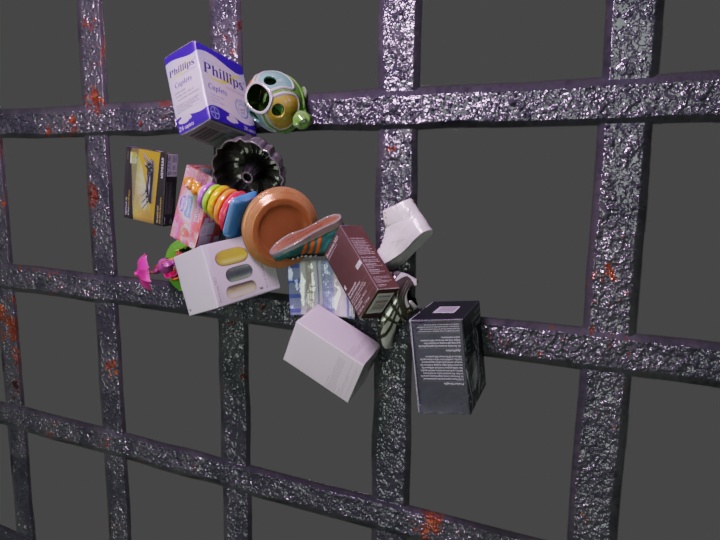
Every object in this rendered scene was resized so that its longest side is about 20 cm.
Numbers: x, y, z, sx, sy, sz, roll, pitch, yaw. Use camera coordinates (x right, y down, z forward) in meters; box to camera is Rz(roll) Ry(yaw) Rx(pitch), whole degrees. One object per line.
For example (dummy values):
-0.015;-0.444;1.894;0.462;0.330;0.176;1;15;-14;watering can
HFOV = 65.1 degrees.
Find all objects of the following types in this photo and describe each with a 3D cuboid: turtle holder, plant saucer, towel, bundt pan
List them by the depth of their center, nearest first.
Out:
-0.204;-0.396;1.371;0.139;0.131;0.189;-33;84;23;turtle holder
-0.195;-0.102;1.393;0.194;0.037;0.207;-7;111;-19;plant saucer
-0.272;-0.252;1.424;0.195;0.077;0.206;9;128;12;bundt pan
-0.103;0.048;1.451;0.194;0.024;0.152;1;97;24;towel

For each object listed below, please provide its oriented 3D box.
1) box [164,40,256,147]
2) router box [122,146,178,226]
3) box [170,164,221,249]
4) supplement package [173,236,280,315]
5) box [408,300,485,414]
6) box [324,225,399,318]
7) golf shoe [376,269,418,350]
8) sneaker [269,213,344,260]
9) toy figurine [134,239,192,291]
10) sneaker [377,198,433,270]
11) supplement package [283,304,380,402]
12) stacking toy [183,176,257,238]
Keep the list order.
-0.367;-0.425;1.396;0.103;0.183;0.206;-18;81;25;box
-0.602;-0.242;1.615;0.153;0.052;0.207;12;102;22;router box
-0.427;-0.172;1.521;0.093;0.102;0.205;25;108;18;box
-0.337;0.007;1.433;0.148;0.197;0.156;-14;93;44;supplement package
0.197;0.184;1.240;0.120;0.199;0.204;-2;97;23;box
0.000;0.000;1.312;0.101;0.073;0.202;-58;48;35;box
0.089;0.103;1.345;0.091;0.078;0.206;9;111;9;golf shoe
-0.122;-0.060;1.377;0.196;0.072;0.082;-25;119;-8;sneaker
-0.519;-0.007;1.541;0.195;0.183;0.155;-15;92;24;toy figurine
0.075;-0.080;1.336;0.199;0.073;0.118;-41;65;29;sneaker
-0.069;0.200;1.392;0.197;0.119;0.124;31;118;13;supplement package
-0.365;-0.178;1.405;0.197;0.116;0.112;30;117;12;stacking toy
